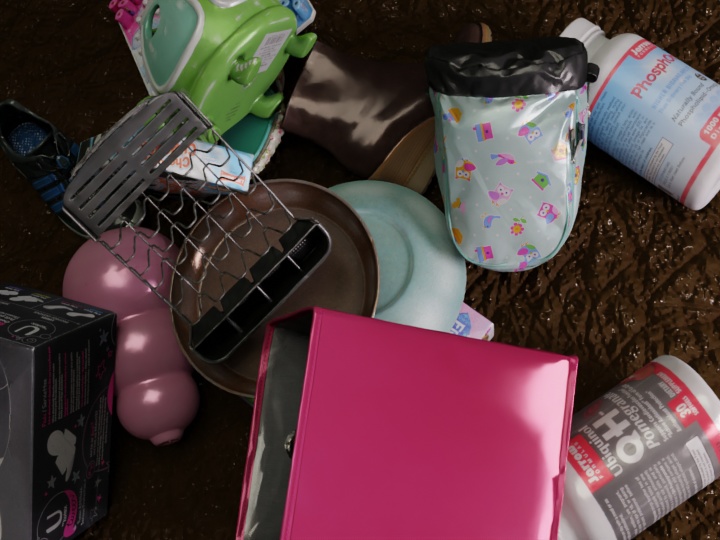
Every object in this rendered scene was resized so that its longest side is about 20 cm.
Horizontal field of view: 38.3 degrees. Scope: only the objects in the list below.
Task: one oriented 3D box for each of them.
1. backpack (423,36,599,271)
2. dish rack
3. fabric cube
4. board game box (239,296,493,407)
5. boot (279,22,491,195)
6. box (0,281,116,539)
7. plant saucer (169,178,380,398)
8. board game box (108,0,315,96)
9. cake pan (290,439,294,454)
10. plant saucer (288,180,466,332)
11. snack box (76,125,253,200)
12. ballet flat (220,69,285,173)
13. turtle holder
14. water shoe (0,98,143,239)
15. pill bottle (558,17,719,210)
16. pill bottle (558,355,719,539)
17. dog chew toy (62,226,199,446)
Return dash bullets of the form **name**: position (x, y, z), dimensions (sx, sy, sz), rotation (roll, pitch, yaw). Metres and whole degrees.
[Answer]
- **backpack**: position (0.132, -0.103, 0.952), dimensions (0.164, 0.127, 0.203), rotation (2, 112, 15)
- **dish rack**: position (-0.140, -0.040, 0.865), dimensions (0.153, 0.055, 0.200), rotation (-45, 115, -3)
- **fabric cube**: position (0.024, 0.144, 0.786), dimensions (0.196, 0.200, 0.200), rotation (9, 82, -14)
- **board game box**: position (-0.009, 0.077, 0.984), dimensions (0.198, 0.041, 0.201), rotation (34, 78, 18)
- **boot**: position (0.029, -0.191, 1.036), dimensions (0.165, 0.072, 0.202), rotation (28, 82, -9)
- **box**: position (-0.302, 0.130, 0.908), dimensions (0.130, 0.115, 0.203), rotation (13, 106, 20)
- **plant saucer**: position (-0.075, 0.018, 0.935), dimensions (0.197, 0.035, 0.204), rotation (-4, 71, 13)
- **board game box**: position (-0.164, -0.276, 1.097), dimensions (0.199, 0.026, 0.202), rotation (-36, 58, 13)
- **cake pan**: position (0.035, 0.164, 0.907), dimensions (0.197, 0.037, 0.204), rotation (1, 85, -12)
- **plant saucer**: position (0.000, 0.000, 0.968), dimensions (0.197, 0.039, 0.204), rotation (-2, 69, 6)
- **snack box**: position (-0.189, -0.099, 0.973), dimensions (0.115, 0.199, 0.038), rotation (12, 86, -27)
- **ballet flat**: position (-0.101, -0.177, 1.076), dimensions (0.075, 0.064, 0.203), rotation (-8, 67, 26)
- **turtle holder**: position (-0.141, -0.200, 0.984), dimensions (0.132, 0.186, 0.141), rotation (43, 60, 7)
- **water shoe**: position (-0.310, -0.100, 1.069), dimensions (0.199, 0.079, 0.072), rotation (35, 78, 18)
- **pill bottle**: position (0.272, -0.156, 0.996), dimensions (0.199, 0.109, 0.109), rotation (37, 78, 18)
- **pill bottle**: position (0.212, 0.170, 0.883), dimensions (0.198, 0.111, 0.111), rotation (-33, 69, -5)
- **dog chew toy**: position (-0.206, 0.064, 0.977), dimensions (0.123, 0.125, 0.203), rotation (-18, 76, 0)
